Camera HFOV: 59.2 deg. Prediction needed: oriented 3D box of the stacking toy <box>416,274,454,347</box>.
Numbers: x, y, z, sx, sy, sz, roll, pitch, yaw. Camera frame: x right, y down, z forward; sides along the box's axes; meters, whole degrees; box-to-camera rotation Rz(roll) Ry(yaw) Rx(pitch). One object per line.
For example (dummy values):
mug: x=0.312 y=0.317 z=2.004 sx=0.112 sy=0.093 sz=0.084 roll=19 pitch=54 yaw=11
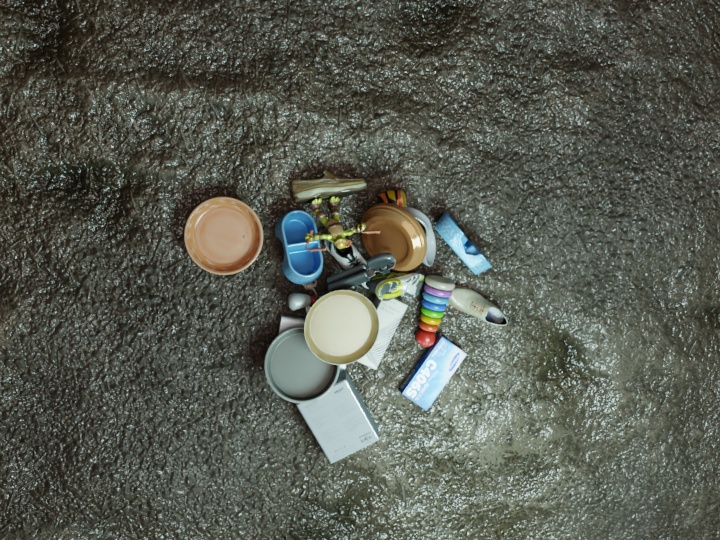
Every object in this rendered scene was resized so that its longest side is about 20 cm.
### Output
stacking toy: x=0.198 y=0.119 z=1.762 sx=0.085 sy=0.085 sz=0.201 roll=10 pitch=103 yaw=-12

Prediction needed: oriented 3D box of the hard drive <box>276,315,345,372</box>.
hard drive: x=-0.131 y=0.202 z=1.741 sx=0.199 sy=0.027 sz=0.133 roll=9 pitch=96 yaw=-11

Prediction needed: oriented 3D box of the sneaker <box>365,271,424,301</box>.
sneaker: x=0.096 y=0.028 z=1.716 sx=0.199 sy=0.084 sz=0.075 roll=-3 pitch=119 yaw=-48

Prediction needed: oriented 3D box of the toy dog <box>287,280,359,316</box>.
toy dog: x=-0.101 y=0.101 z=1.703 sx=0.199 sy=0.132 sz=0.097 roll=20 pitch=132 yaw=-8

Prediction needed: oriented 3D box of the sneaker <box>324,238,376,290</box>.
sneaker: x=-0.022 y=-0.019 z=1.707 sx=0.074 sy=0.080 sz=0.200 roll=-45 pitch=104 yaw=-4

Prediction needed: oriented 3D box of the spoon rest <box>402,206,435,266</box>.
spoon rest: x=0.169 y=-0.092 z=1.700 sx=0.200 sy=0.060 sz=0.100 roll=56 pitch=43 yaw=-44

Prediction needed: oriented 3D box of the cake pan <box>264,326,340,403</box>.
cake pan: x=-0.154 y=0.251 z=1.680 sx=0.199 sy=0.037 sz=0.202 roll=1 pitch=77 yaw=-5

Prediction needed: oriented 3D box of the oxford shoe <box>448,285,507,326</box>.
oxford shoe: x=0.331 y=0.099 z=1.789 sx=0.199 sy=0.074 sz=0.071 roll=23 pitch=93 yaw=-12

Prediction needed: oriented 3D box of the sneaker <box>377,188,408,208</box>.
sneaker: x=0.088 y=-0.120 z=1.726 sx=0.089 sy=0.070 sz=0.201 roll=-3 pitch=97 yaw=3

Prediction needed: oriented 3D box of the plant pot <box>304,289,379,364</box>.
plant pot: x=-0.049 y=0.146 z=1.651 sx=0.199 sy=0.027 sz=0.201 roll=-2 pitch=101 yaw=-12

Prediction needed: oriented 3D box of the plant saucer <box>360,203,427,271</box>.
plant saucer: x=0.080 y=-0.080 z=1.668 sx=0.201 sy=0.200 sz=0.037 roll=56 pitch=46 yaw=-12

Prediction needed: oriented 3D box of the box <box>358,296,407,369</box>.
box: x=0.048 y=0.163 z=1.748 sx=0.082 sy=0.068 sz=0.201 roll=24 pitch=93 yaw=-13

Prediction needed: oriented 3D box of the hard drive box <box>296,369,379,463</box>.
hard drive box: x=-0.061 y=0.402 z=1.742 sx=0.155 sy=0.077 sz=0.201 roll=-27 pitch=102 yaw=4

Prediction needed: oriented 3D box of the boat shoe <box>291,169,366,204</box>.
boat shoe: x=-0.084 y=-0.231 z=1.677 sx=0.199 sy=0.072 sz=0.077 roll=-10 pitch=83 yaw=-11

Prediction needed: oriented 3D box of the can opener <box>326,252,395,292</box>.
can opener: x=0.000 y=0.000 z=1.657 sx=0.199 sy=0.053 sz=0.067 roll=-24 pitch=133 yaw=15

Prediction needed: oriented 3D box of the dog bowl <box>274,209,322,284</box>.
dog bowl: x=-0.157 y=-0.066 z=1.660 sx=0.111 sy=0.050 sz=0.201 roll=-9 pitch=81 yaw=-18

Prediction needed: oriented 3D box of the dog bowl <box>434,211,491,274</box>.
dog bowl: x=0.278 y=-0.071 z=1.736 sx=0.050 sy=0.112 sz=0.200 roll=-40 pitch=103 yaw=11

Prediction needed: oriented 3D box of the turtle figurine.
turtle figurine: x=-0.061 y=-0.115 z=1.638 sx=0.199 sy=0.065 sz=0.162 roll=-15 pitch=60 yaw=-12

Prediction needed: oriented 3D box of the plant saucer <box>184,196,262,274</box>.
plant saucer: x=-0.355 y=-0.091 z=1.650 sx=0.199 sy=0.037 sz=0.201 roll=-1 pitch=97 yaw=-11

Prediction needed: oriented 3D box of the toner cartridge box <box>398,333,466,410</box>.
toner cartridge box: x=0.205 y=0.289 z=1.806 sx=0.095 sy=0.043 sz=0.200 roll=35 pitch=90 yaw=-14
